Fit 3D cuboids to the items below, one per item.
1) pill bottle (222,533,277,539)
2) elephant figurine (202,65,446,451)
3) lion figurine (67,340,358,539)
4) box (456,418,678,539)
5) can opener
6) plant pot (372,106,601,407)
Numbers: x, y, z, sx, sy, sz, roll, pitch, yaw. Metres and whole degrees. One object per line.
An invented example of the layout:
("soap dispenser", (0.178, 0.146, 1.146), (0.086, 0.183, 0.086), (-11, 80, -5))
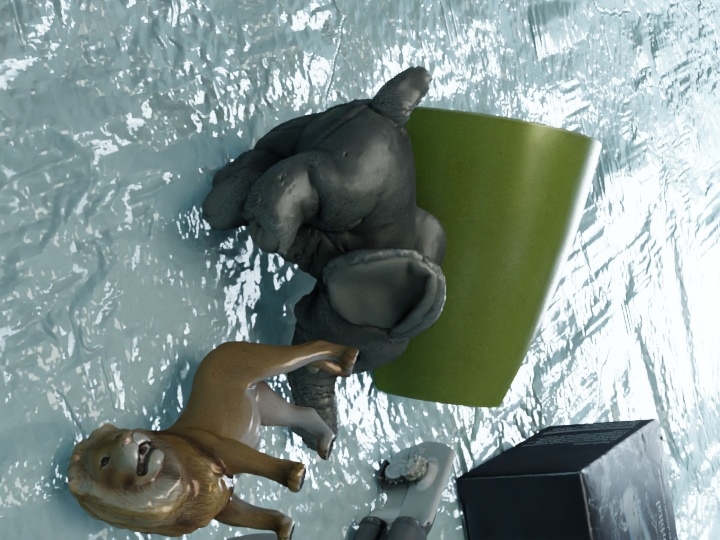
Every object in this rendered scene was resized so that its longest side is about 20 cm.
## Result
("pill bottle", (-0.051, 0.259, 0.837), (0.109, 0.108, 0.201), (-34, 111, -58))
("elephant figurine", (0.000, 0.000, 0.950), (0.142, 0.155, 0.201), (-46, 113, -36))
("lion figurine", (-0.080, 0.090, 0.850), (0.200, 0.122, 0.073), (-58, 161, -62))
("box", (0.187, 0.245, 1.247), (0.200, 0.117, 0.198), (-15, 95, -59))
("can opener", (0.026, 0.201, 1.040), (0.067, 0.052, 0.200), (63, 35, -30))
("plant pot", (0.069, -0.006, 1.074), (0.187, 0.186, 0.201), (8, 90, -59))
